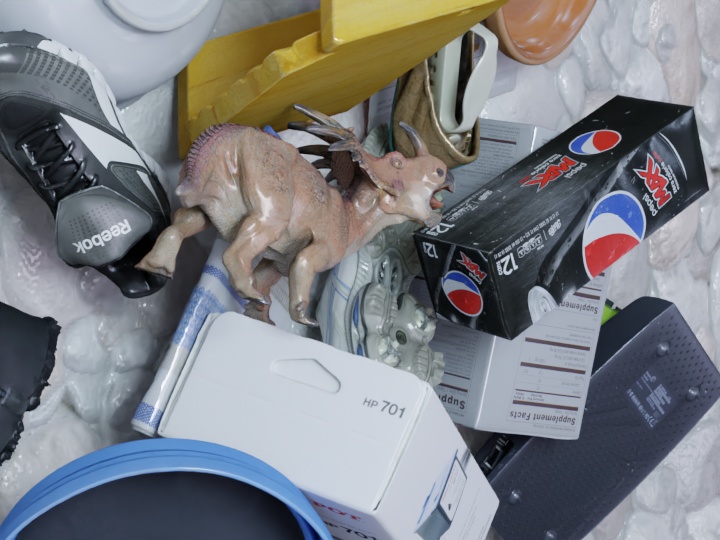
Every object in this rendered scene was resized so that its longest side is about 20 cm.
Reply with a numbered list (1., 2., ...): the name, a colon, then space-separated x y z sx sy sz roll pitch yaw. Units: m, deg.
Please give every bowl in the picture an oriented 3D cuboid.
1. bowl: -0.139 -0.182 1.102 0.201 0.090 0.202 -7 100 -45
2. bowl: -0.109 0.175 1.074 0.200 0.039 0.201 -5 123 -8

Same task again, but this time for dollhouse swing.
1. dollhouse swing: -0.029 -0.192 1.141 0.181 0.200 0.176 -19 86 -32

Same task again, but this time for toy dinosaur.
1. toy dinosaur: -0.047 -0.045 1.102 0.200 0.086 0.136 27 78 -48

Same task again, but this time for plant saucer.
1. plant saucer: 0.124 -0.239 1.323 0.200 0.037 0.201 -43 143 -45

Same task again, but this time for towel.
1. towel: -0.075 0.028 1.199 0.147 0.024 0.201 54 55 -66

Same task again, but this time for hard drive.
1. hard drive: 0.166 0.116 1.422 0.200 0.042 0.135 -45 136 -3

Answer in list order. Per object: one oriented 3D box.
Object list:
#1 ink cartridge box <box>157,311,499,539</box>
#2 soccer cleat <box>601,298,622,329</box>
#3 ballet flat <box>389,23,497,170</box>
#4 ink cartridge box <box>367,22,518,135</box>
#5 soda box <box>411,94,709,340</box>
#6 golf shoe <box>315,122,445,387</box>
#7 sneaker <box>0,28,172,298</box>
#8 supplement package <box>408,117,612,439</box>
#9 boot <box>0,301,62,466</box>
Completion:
1. ink cartridge box: -0.014 0.116 1.177 0.086 0.146 0.200 -65 156 -15
2. soccer cleat: 0.189 0.072 1.484 0.081 0.067 0.200 -54 137 5
3. ballet flat: 0.055 -0.157 1.235 0.068 0.072 0.201 -9 105 -46
4. ink cartridge box: 0.049 -0.203 1.330 0.161 0.050 0.201 -23 129 -41
5. soda box: 0.129 -0.037 1.233 0.200 0.071 0.064 -35 122 -32
6. golf shoe: 0.000 0.000 1.275 0.078 0.097 0.201 26 52 -31
7. sneaker: -0.151 -0.051 1.075 0.200 0.066 0.091 55 14 -53
8. supplement package: 0.092 0.003 1.334 0.109 0.114 0.201 10 92 -44
9. boot: -0.226 0.009 1.053 0.162 0.073 0.199 36 77 -39
